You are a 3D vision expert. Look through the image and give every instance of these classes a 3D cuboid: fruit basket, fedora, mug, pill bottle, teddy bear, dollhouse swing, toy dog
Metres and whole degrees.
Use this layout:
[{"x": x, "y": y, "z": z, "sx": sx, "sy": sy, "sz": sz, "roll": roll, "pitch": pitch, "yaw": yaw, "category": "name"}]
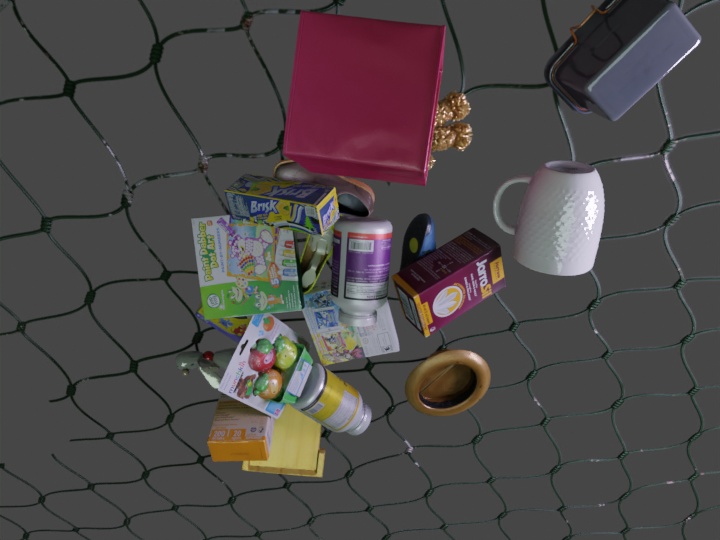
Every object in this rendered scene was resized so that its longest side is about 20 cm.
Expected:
[{"x": -0.188, "y": 0.199, "z": 1.110, "sx": 0.093, "sy": 0.186, "sz": 0.200, "roll": 10, "pitch": 155, "yaw": 32, "category": "fruit basket"}, {"x": 0.194, "y": 0.243, "z": 1.210, "sx": 0.199, "sy": 0.082, "sz": 0.202, "roll": -2, "pitch": 118, "yaw": -3, "category": "fedora"}, {"x": 0.341, "y": -0.108, "z": 0.968, "sx": 0.199, "sy": 0.147, "sz": 0.177, "roll": 16, "pitch": 120, "yaw": 27, "category": "mug"}, {"x": 0.000, "y": 0.000, "z": 1.012, "sx": 0.111, "sy": 0.113, "sz": 0.202, "roll": 3, "pitch": 103, "yaw": -2, "category": "pill bottle"}, {"x": 0.098, "y": -0.245, "z": 0.917, "sx": 0.198, "sy": 0.067, "sz": 0.146, "roll": 5, "pitch": 119, "yaw": -4, "category": "teddy bear"}, {"x": -0.188, "y": 0.427, "z": 1.355, "sx": 0.198, "sy": 0.177, "sz": 0.182, "roll": 6, "pitch": 163, "yaw": -3, "category": "dollhouse swing"}, {"x": -0.066, "y": 0.306, "z": 1.226, "sx": 0.112, "sy": 0.112, "sz": 0.200, "roll": -35, "pitch": 125, "yaw": 20, "category": "pill bottle"}, {"x": -0.301, "y": 0.221, "z": 1.169, "sx": 0.198, "sy": 0.097, "sz": 0.132, "roll": -15, "pitch": 144, "yaw": 10, "category": "toy dog"}]

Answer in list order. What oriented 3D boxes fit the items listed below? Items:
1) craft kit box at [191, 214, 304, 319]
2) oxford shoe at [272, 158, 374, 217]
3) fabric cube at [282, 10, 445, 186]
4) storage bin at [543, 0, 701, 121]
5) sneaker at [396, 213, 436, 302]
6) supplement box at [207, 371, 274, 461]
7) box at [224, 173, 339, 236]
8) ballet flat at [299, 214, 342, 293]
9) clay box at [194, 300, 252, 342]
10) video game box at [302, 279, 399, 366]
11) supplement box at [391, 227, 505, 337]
[{"x": -0.217, "y": -0.013, "z": 1.029, "sx": 0.196, "sy": 0.049, "sz": 0.202, "roll": -6, "pitch": 96, "yaw": 5, "category": "craft kit box"}, {"x": -0.066, "y": -0.151, "z": 0.972, "sx": 0.198, "sy": 0.073, "sz": 0.072, "roll": 16, "pitch": 121, "yaw": -9, "category": "oxford shoe"}, {"x": 0.014, "y": -0.244, "z": 0.792, "sx": 0.198, "sy": 0.200, "sz": 0.198, "roll": 8, "pitch": 94, "yaw": 7, "category": "fabric cube"}, {"x": 0.403, "y": -0.339, "z": 0.817, "sx": 0.145, "sy": 0.135, "sz": 0.200, "roll": 36, "pitch": 115, "yaw": -20, "category": "storage bin"}, {"x": 0.128, "y": -0.023, "z": 1.065, "sx": 0.078, "sy": 0.066, "sz": 0.202, "roll": -6, "pitch": 120, "yaw": -24, "category": "sneaker"}, {"x": -0.259, "y": 0.324, "z": 1.193, "sx": 0.125, "sy": 0.201, "sz": 0.074, "roll": -2, "pitch": 126, "yaw": 0, "category": "supplement box"}, {"x": -0.140, "y": -0.120, "z": 0.945, "sx": 0.199, "sy": 0.070, "sz": 0.065, "roll": 13, "pitch": 132, "yaw": 24, "category": "box"}, {"x": -0.085, "y": -0.036, "z": 1.047, "sx": 0.066, "sy": 0.067, "sz": 0.201, "roll": 20, "pitch": 120, "yaw": -11, "category": "ballet flat"}, {"x": -0.245, "y": 0.053, "z": 1.115, "sx": 0.115, "sy": 0.048, "sz": 0.200, "roll": 37, "pitch": 116, "yaw": -20, "category": "clay box"}, {"x": -0.023, "y": 0.107, "z": 1.148, "sx": 0.181, "sy": 0.047, "sz": 0.201, "roll": -13, "pitch": 120, "yaw": 5, "category": "video game box"}, {"x": 0.173, "y": 0.021, "z": 1.019, "sx": 0.199, "sy": 0.086, "sz": 0.111, "roll": -30, "pitch": 128, "yaw": -12, "category": "supplement box"}]
